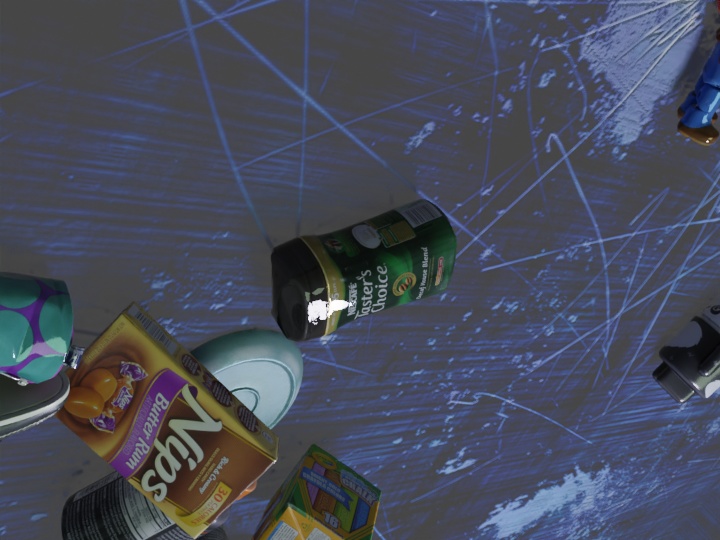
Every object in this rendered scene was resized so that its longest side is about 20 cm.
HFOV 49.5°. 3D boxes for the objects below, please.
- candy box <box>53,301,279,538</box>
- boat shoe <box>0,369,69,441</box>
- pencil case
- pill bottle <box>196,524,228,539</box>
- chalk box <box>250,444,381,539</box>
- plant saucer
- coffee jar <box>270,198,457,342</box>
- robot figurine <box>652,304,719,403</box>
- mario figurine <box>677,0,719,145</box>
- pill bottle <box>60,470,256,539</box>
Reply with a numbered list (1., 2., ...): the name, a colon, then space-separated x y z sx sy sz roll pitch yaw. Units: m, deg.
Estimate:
1. candy box: -0.186 0.142 0.742 0.117 0.056 0.200 -44 101 6
2. boat shoe: -0.349 0.137 0.674 0.197 0.075 0.067 -16 132 -20
3. pencil case: -0.322 0.041 0.600 0.199 0.085 0.093 12 91 -44
4. pill bottle: -0.196 0.380 0.932 0.110 0.200 0.112 -13 124 -20
5. chalk box: -0.058 0.330 1.042 0.125 0.123 0.200 -55 -178 16
6. plant saucer: -0.150 0.152 0.899 0.199 0.027 0.201 -23 140 -21
7. coffee jar: 0.000 0.000 0.823 0.198 0.085 0.105 -19 138 -24
8. robot figurine: 0.650 0.157 1.482 0.124 0.151 0.200 36 103 -34
9. mario figurine: 0.461 -0.247 0.933 0.105 0.124 0.201 -6 137 -18
10. pill bottle: -0.212 0.249 0.846 0.199 0.107 0.106 -28 143 8
